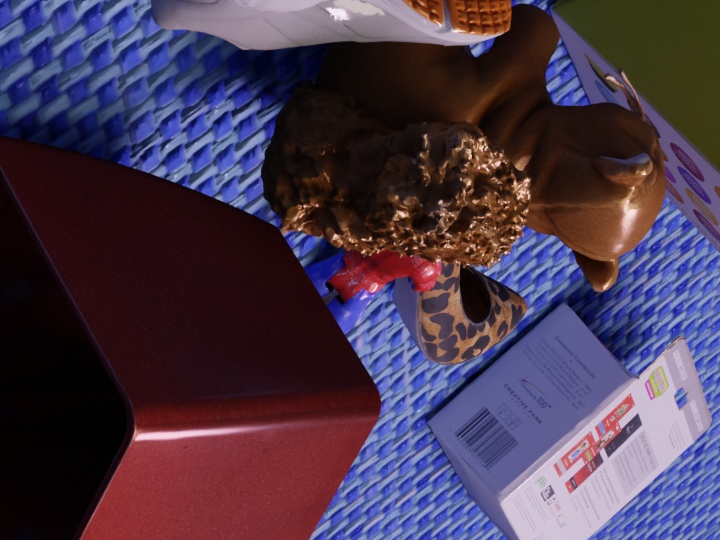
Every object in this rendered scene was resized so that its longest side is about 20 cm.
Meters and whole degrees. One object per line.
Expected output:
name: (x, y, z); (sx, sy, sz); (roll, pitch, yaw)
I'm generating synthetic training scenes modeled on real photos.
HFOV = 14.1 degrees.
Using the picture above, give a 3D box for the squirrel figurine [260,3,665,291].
squirrel figurine: (0.058, -0.053, 1.505); (0.200, 0.186, 0.142); (-46, 162, -47)

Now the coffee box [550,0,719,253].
coffee box: (0.264, -0.121, 1.742); (0.200, 0.200, 0.198); (-42, 155, -3)

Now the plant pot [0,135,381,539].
plant pot: (-0.110, 0.069, 1.430); (0.176, 0.200, 0.200); (-1, 134, -36)

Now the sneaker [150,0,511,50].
sneaker: (-0.016, -0.142, 1.424); (0.199, 0.076, 0.092); (7, 159, -39)

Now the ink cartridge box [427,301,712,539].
ink cartridge box: (0.155, 0.111, 2.088); (0.175, 0.084, 0.200); (-41, 156, -6)

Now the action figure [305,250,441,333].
action figure: (0.000, 0.000, 1.660); (0.200, 0.065, 0.099); (-38, -179, 35)

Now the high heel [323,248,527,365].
high heel: (0.068, -0.012, 1.767); (0.200, 0.072, 0.143); (5, 134, -48)
